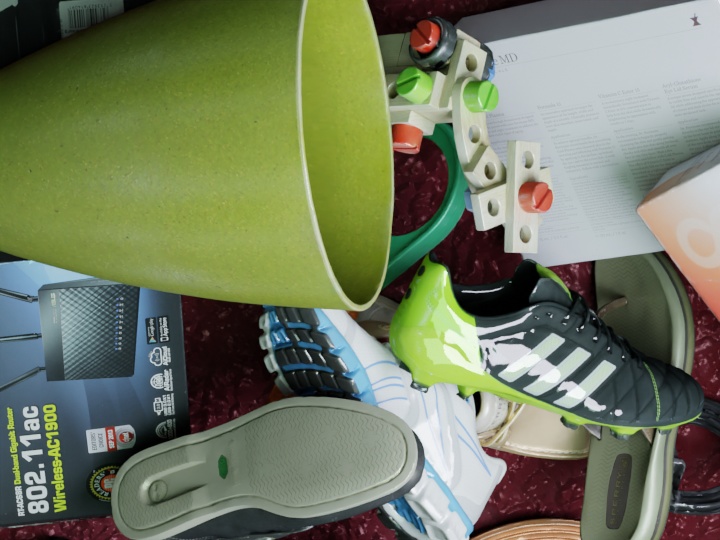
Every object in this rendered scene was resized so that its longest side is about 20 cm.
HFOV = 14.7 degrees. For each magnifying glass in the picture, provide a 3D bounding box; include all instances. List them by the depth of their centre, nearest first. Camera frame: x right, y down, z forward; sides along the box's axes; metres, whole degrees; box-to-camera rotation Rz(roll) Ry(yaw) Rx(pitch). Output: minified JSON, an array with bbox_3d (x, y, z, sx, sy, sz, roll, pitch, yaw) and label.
[{"bbox_3d":[0.000,0.000,1.641,0.200,0.080,0.022,-61,146,0],"label":"magnifying glass"}]

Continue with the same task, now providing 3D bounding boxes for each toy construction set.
[{"bbox_3d":[0.018,-0.071,1.581,0.092,0.200,0.131,35,66,-56],"label":"toy construction set"}]

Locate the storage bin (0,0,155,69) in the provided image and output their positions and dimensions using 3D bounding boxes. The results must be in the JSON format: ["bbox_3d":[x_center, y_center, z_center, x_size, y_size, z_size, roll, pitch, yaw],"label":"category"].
[{"bbox_3d":[-0.153,-0.141,1.568,0.135,0.094,0.200,-5,112,-6],"label":"storage bin"}]

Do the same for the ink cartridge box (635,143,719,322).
[{"bbox_3d":[0.269,-0.015,1.502,0.200,0.050,0.162,-28,104,47],"label":"ink cartridge box"}]

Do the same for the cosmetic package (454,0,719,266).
[{"bbox_3d":[0.155,-0.086,1.596,0.200,0.052,0.151,-8,120,38],"label":"cosmetic package"}]

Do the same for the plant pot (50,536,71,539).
[{"bbox_3d":[-0.150,0.276,1.678,0.199,0.200,0.178,22,96,-15],"label":"plant pot"}]

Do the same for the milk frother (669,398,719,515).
[{"bbox_3d":[0.266,0.064,1.660,0.200,0.181,0.188,-2,113,-14],"label":"milk frother"}]

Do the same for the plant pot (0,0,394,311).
[{"bbox_3d":[-0.101,-0.065,1.473,0.200,0.187,0.187,-4,112,15],"label":"plant pot"}]

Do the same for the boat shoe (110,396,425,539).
[{"bbox_3d":[-0.045,0.118,1.590,0.200,0.072,0.068,-14,154,31],"label":"boat shoe"}]

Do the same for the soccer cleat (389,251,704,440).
[{"bbox_3d":[0.113,0.042,1.578,0.200,0.068,0.081,13,107,-22],"label":"soccer cleat"}]

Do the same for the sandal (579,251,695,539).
[{"bbox_3d":[0.152,0.075,1.663,0.057,0.080,0.201,12,77,-31],"label":"sandal"}]

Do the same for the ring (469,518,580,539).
[{"bbox_3d":[0.113,0.248,1.791,0.200,0.019,0.201,-3,111,-7],"label":"ring"}]

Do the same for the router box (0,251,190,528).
[{"bbox_3d":[-0.177,0.054,1.629,0.150,0.062,0.200,-6,126,-5],"label":"router box"}]

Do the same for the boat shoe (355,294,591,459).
[{"bbox_3d":[0.066,0.076,1.692,0.200,0.069,0.074,19,106,-14],"label":"boat shoe"}]

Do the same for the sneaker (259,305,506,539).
[{"bbox_3d":[0.017,0.069,1.615,0.087,0.075,0.200,-47,119,-27],"label":"sneaker"}]
